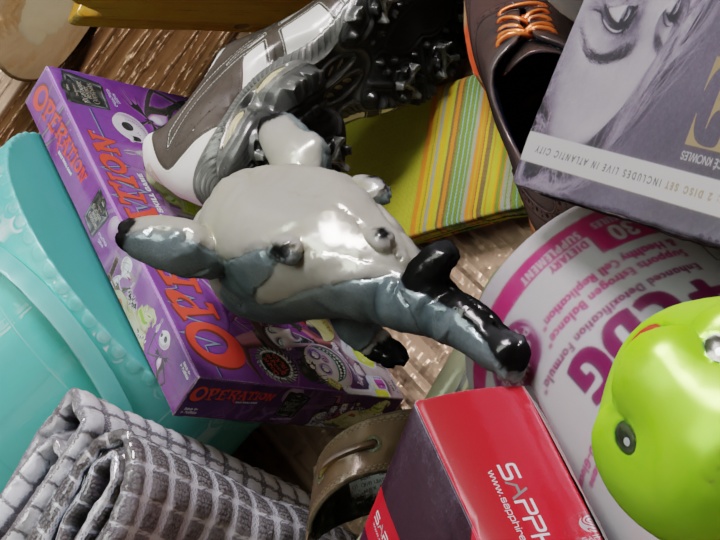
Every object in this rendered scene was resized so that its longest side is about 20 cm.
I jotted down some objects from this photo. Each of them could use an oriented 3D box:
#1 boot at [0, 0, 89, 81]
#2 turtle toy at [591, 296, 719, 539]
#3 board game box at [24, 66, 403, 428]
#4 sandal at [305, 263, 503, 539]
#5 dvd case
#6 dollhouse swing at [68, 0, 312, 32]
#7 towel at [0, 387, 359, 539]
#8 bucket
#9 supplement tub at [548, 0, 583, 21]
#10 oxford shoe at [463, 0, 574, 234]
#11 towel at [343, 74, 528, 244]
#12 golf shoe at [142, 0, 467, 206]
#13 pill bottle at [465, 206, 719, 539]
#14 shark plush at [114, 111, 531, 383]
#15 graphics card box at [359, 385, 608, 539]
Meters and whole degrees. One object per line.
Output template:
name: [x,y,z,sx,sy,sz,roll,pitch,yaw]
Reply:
boot: [-0.225,-0.192,1.203,0.144,0.071,0.202,-17,53,46]
turtle toy: [0.142,0.088,0.488,0.200,0.101,0.146,47,106,11]
board game box: [-0.069,-0.011,0.865,0.032,0.120,0.200,-55,48,31]
sandal: [0.016,0.081,0.776,0.057,0.080,0.202,26,77,23]
dvd case: [0.127,-0.107,0.601,0.149,0.016,0.201,25,94,61]
dollhouse swing: [-0.046,-0.232,0.923,0.200,0.181,0.177,155,111,-63]
towel: [-0.102,0.168,0.785,0.085,0.165,0.201,33,93,44]
bucket: [-0.148,0.045,0.883,0.135,0.207,0.208,-41,44,13]
supplement tub: [0.121,-0.213,0.795,0.144,0.144,0.201,-32,48,28]
oxford shoe: [0.082,-0.093,0.806,0.071,0.073,0.201,-21,55,8]
towel: [0.016,-0.045,0.904,0.199,0.018,0.086,-15,53,41]
golf shoe: [-0.023,-0.099,0.872,0.094,0.078,0.200,10,40,39]
pill bottle: [0.129,0.068,0.647,0.114,0.113,0.200,-51,42,10]
shark plush: [0.000,0.000,0.728,0.199,0.084,0.091,8,42,41]
graphics card box: [0.033,0.154,0.668,0.201,0.051,0.126,109,147,-41]
